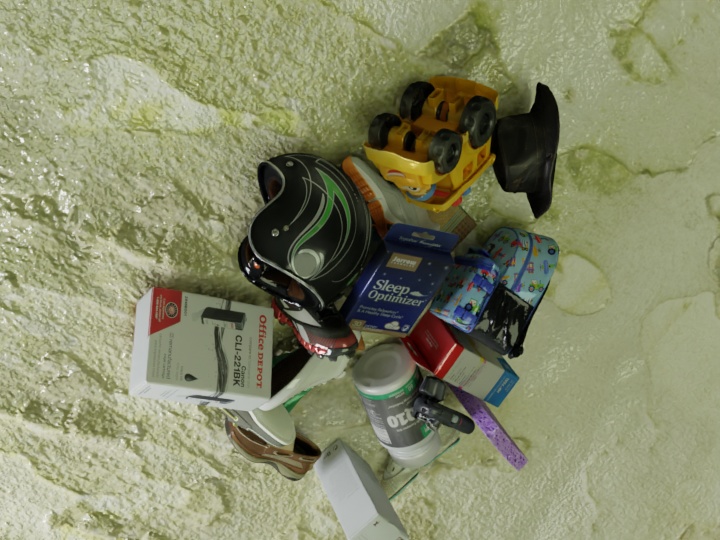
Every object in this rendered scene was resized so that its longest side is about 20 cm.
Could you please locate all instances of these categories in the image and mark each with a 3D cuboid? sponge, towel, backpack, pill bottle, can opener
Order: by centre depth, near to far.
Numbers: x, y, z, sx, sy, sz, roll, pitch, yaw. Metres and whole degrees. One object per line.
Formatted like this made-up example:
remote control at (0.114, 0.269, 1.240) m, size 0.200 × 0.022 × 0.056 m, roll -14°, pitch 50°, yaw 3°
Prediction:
towel at (0.080, -0.080, 1.602) m, size 0.147 × 0.022 × 0.199 m, roll -45°, pitch 126°, yaw 7°
backpack at (0.221, 0.016, 1.623) m, size 0.133 × 0.182 × 0.202 m, roll 29°, pitch 91°, yaw -15°
can opener at (0.146, 0.239, 1.677) m, size 0.079 × 0.063 × 0.200 m, roll -58°, pitch 144°, yaw -6°
pill bottle at (0.067, 0.232, 1.716) m, size 0.112 × 0.113 × 0.202 m, roll -26°, pitch 125°, yaw -6°
sponge at (0.209, 0.247, 1.728) m, size 0.030 × 0.200 × 0.112 m, roll -41°, pitch 124°, yaw 3°

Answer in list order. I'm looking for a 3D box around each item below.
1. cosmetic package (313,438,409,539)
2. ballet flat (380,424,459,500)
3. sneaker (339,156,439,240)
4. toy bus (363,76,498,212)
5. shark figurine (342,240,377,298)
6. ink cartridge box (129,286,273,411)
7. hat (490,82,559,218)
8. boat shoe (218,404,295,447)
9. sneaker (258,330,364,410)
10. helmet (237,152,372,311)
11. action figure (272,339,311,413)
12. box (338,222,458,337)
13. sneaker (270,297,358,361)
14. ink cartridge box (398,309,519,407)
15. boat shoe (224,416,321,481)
cosmetic package at (-0.002, 0.391, 1.725) m, size 0.074 × 0.201 × 0.102 m, roll -41°, pitch 124°, yaw 6°
ballet flat at (0.091, 0.337, 1.828) m, size 0.199 × 0.067 × 0.063 m, roll -41°, pitch 97°, yaw 0°
sneaker at (0.044, -0.102, 1.528) m, size 0.201 × 0.075 × 0.092 m, roll 51°, pitch 53°, yaw -22°
toy bus at (0.109, -0.156, 1.473) m, size 0.200 × 0.134 × 0.194 m, roll -44°, pitch 141°, yaw -34°
shark figurine at (0.021, 0.005, 1.580) m, size 0.212 × 0.127 × 0.091 m, roll 30°, pitch 62°, yaw -24°
ink cartridge box at (-0.232, 0.119, 1.506) m, size 0.197 × 0.147 × 0.083 m, roll 12°, pitch 156°, yaw -28°
hat at (0.238, -0.179, 1.522) m, size 0.079 × 0.202 × 0.204 m, roll 0°, pitch 119°, yaw -3°
boat shoe at (-0.187, 0.208, 1.596) m, size 0.202 × 0.072 × 0.060 m, roll 45°, pitch 120°, yaw -7°
sneaker at (-0.072, 0.161, 1.576) m, size 0.199 × 0.073 × 0.085 m, roll -40°, pitch 121°, yaw -5°
helmet at (-0.078, -0.064, 1.439) m, size 0.200 × 0.198 × 0.193 m, roll 40°, pitch 68°, yaw -34°
action figure at (-0.077, 0.145, 1.644) m, size 0.198 × 0.055 × 0.119 m, roll -33°, pitch 123°, yaw 4°
box at (0.058, 0.018, 1.509) m, size 0.119 × 0.033 × 0.201 m, roll 9°, pitch 130°, yaw -28°
sneaker at (-0.071, 0.058, 1.512) m, size 0.070 × 0.200 × 0.100 m, roll -15°, pitch 124°, yaw -31°
ink cartridge box at (0.160, 0.140, 1.699) m, size 0.198 × 0.116 × 0.068 m, roll 29°, pitch 105°, yaw -32°
boat shoe at (-0.141, 0.280, 1.680) m, size 0.073 × 0.076 × 0.199 m, roll -36°, pitch 135°, yaw 17°
